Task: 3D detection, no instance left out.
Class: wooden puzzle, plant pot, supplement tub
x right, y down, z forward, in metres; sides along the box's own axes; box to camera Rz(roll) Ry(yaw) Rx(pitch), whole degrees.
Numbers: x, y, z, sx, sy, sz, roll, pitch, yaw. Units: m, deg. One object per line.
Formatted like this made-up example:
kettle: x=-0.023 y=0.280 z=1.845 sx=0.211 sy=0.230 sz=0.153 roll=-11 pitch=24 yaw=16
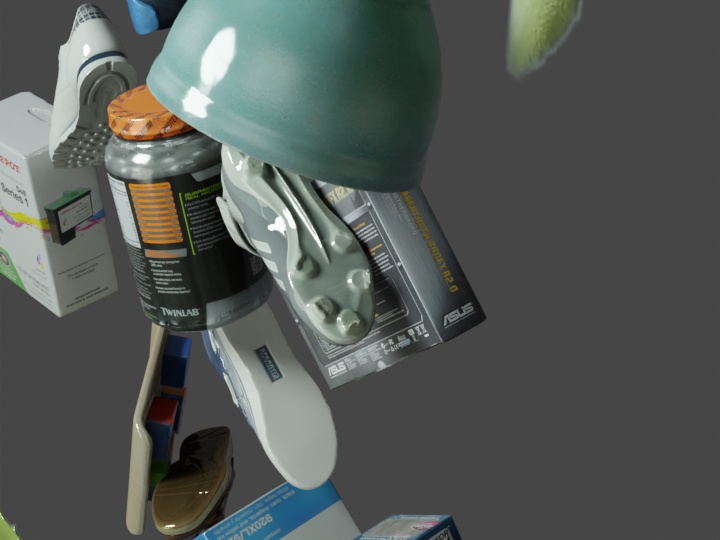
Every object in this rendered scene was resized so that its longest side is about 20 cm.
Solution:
wooden puzzle: x=-0.208 y=0.147 z=1.528 sx=0.186 sy=0.046 sz=0.201 roll=103 pitch=172 yaw=-47
plant pot: x=-0.027 y=-0.156 z=0.981 sx=0.200 sy=0.200 sz=0.135 roll=37 pitch=114 yaw=36
supplement tub: x=-0.151 y=-0.058 z=1.280 sx=0.122 sy=0.122 sz=0.201 roll=22 pitch=130 yaw=47

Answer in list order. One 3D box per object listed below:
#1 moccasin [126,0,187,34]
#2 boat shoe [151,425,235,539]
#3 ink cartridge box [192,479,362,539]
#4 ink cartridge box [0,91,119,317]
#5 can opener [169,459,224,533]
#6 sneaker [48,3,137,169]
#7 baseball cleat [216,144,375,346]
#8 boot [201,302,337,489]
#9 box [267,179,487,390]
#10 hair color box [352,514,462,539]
moccasin: x=-0.167 y=-0.263 z=1.191 sx=0.081 sy=0.068 sz=0.201 roll=88 pitch=166 yaw=-56
boat shoe: x=-0.160 y=0.229 z=1.482 sx=0.200 sy=0.072 sz=0.072 roll=-84 pitch=-18 yaw=-71
ink cartridge box: x=-0.068 y=0.321 z=1.425 sx=0.200 sy=0.144 sz=0.147 roll=58 pitch=148 yaw=6
ink cartridge box: x=-0.347 y=-0.074 z=1.596 sx=0.145 sy=0.084 sz=0.201 roll=29 pitch=135 yaw=42
can opener: x=-0.190 y=0.275 z=1.646 sx=0.053 sy=0.067 sz=0.201 roll=38 pitch=141 yaw=35
sneaker: x=-0.266 y=-0.171 z=1.428 sx=0.081 sy=0.076 sz=0.200 roll=64 pitch=146 yaw=20
baseball cleat: x=-0.050 y=-0.019 z=1.134 sx=0.201 sy=0.070 sz=0.107 roll=64 pitch=157 yaw=19
boot: x=-0.087 y=0.114 z=1.381 sx=0.201 sy=0.073 sz=0.090 roll=67 pitch=158 yaw=6
box: x=0.000 y=0.000 z=1.171 sx=0.159 sy=0.048 sz=0.200 roll=63 pitch=149 yaw=2
hair color box: x=0.073 y=0.317 z=1.293 sx=0.100 sy=0.060 sz=0.201 roll=-14 pitch=101 yaw=58
